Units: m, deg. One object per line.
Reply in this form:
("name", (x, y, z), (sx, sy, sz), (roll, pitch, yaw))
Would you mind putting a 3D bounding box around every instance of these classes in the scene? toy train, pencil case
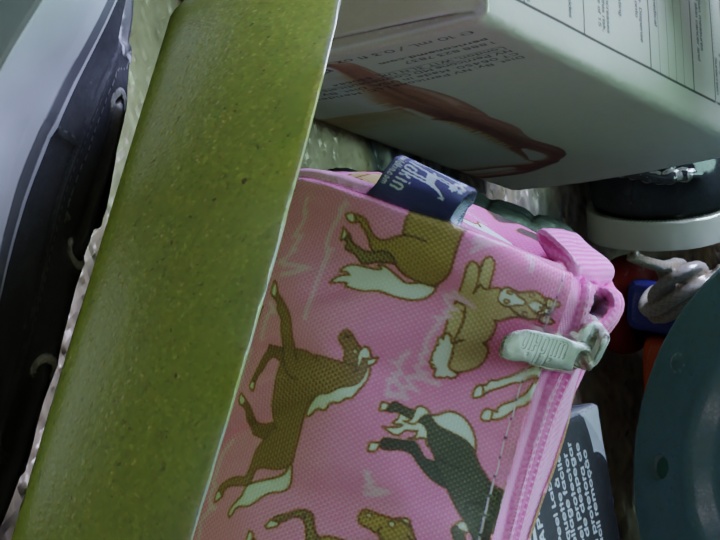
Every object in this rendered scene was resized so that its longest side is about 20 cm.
("toy train", (0.113, 0.056, 0.974), (0.200, 0.084, 0.116), (7, 90, -64))
("pencil case", (-0.007, 0.078, 0.640), (0.087, 0.083, 0.201), (169, -62, -76))

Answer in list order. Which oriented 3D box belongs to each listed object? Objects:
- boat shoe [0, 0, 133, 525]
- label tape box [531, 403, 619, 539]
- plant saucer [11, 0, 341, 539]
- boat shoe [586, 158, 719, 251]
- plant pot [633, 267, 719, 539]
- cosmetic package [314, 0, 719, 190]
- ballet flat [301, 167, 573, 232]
("boat shoe", (-0.078, -0.020, 0.600), (0.066, 0.070, 0.200), (59, 34, -54))
("label tape box", (0.010, 0.123, 0.746), (0.200, 0.066, 0.144), (-17, 99, -65))
("plant saucer", (-0.045, 0.026, 0.576), (0.200, 0.031, 0.201), (-163, -90, -86))
("boat shoe", (0.130, -0.070, 1.037), (0.200, 0.072, 0.068), (-42, 125, -58))
("plant pot", (0.179, 0.062, 0.861), (0.161, 0.200, 0.201), (6, 77, -36))
("cosmetic package", (0.035, -0.090, 0.826), (0.200, 0.087, 0.104), (18, 65, -61))
("ballet flat", (0.000, 0.000, 0.765), (0.200, 0.057, 0.067), (-17, 98, -64))
